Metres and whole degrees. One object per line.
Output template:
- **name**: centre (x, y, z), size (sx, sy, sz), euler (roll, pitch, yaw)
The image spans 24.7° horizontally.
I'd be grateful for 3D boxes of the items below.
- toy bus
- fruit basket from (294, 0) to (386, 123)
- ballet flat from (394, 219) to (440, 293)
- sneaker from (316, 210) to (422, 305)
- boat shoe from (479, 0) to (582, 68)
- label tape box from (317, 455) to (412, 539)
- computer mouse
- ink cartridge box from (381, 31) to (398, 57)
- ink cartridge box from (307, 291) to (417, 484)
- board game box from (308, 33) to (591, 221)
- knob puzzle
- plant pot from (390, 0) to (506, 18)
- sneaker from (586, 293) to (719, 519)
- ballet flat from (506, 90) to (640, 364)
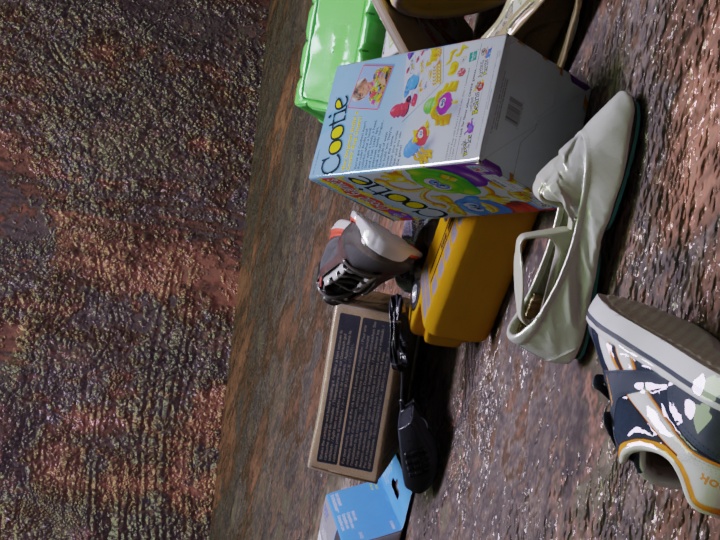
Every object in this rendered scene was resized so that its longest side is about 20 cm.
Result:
- **toy bus**: centre (0.097, -0.008, 1.430), size (0.079, 0.064, 0.201), euler (-95, 18, -49)
- **fruit basket**: centre (0.015, -0.270, 2.036), size (0.215, 0.154, 0.218), euler (-26, -57, -49)
- **ballet flat**: centre (0.072, -0.020, 1.566), size (0.201, 0.071, 0.073), euler (93, 180, -56)
- **sneaker**: centre (0.000, 0.000, 1.516), size (0.082, 0.077, 0.200), euler (-59, 5, -7)
- **boat shoe**: centre (0.132, -0.174, 1.358), size (0.063, 0.072, 0.201), euler (-88, 13, -51)
- **label tape box**: centre (-0.006, 0.296, 1.722), size (0.144, 0.063, 0.202), euler (-121, 41, -74)
- **computer mouse**: centre (0.050, 0.116, 1.530), size (0.059, 0.034, 0.202), euler (-71, -24, -64)
- **ink cartridge box**: centre (0.067, -0.291, 1.871), size (0.200, 0.059, 0.105), euler (-173, 93, -80)
- **ink cartridge box**: centre (0.008, 0.111, 1.648), size (0.200, 0.074, 0.167), euler (-21, -59, -83)
- **board game box**: centre (0.069, -0.108, 1.307), size (0.199, 0.102, 0.106), euler (-2, 70, 49)
- **knob puzzle**: centre (0.046, -0.249, 1.610), size (0.030, 0.220, 0.221), euler (-30, 36, 23)
- **plant pot**: centre (0.080, -0.347, 1.536), size (0.201, 0.199, 0.191), euler (135, 128, -73)
- **sneaker**: centre (0.168, 0.071, 0.914), size (0.200, 0.078, 0.080), euler (-123, 49, -73)
- **ballet flat**: centre (0.147, -0.032, 1.167), size (0.069, 0.069, 0.202), euler (-118, 39, -74)
